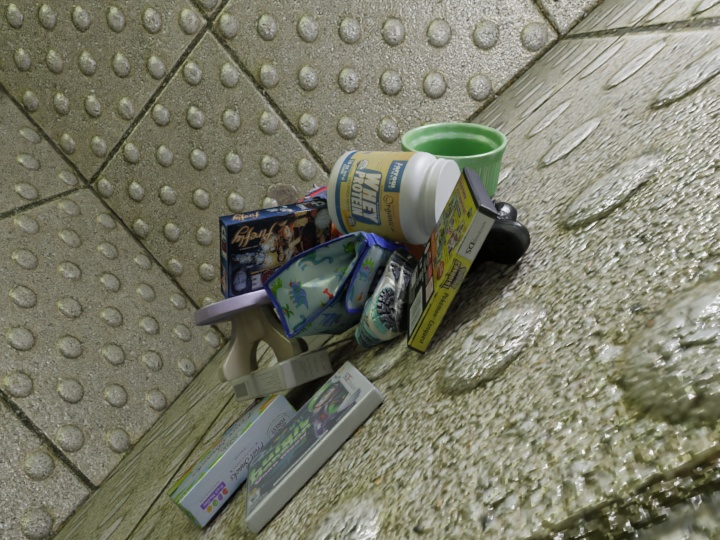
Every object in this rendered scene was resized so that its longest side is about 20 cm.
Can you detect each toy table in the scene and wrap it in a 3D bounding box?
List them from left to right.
[{"bbox_3d":[-0.176,0.106,0.915,0.196,0.121,0.182,-15,-8,-36],"label":"toy table"}]

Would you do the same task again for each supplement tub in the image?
[{"bbox_3d":[0.057,-0.122,0.896,0.194,0.148,0.145,8,37,30],"label":"supplement tub"}]

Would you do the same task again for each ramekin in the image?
[{"bbox_3d":[0.172,-0.199,1.013,0.192,0.101,0.202,-2,31,1],"label":"ramekin"}]

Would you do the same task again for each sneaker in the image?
[{"bbox_3d":[0.041,0.040,0.819,0.086,0.078,0.201,-41,7,36],"label":"sneaker"},{"bbox_3d":[0.172,-0.055,0.699,0.105,0.060,0.199,-50,6,-18],"label":"sneaker"}]

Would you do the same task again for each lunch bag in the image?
[{"bbox_3d":[-0.025,0.016,0.873,0.199,0.129,0.169,-39,-19,19],"label":"lunch bag"}]

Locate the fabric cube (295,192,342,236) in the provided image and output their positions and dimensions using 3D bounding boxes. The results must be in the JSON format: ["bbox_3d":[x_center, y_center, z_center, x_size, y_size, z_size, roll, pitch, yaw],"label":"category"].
[{"bbox_3d":[-0.113,-0.031,1.297,0.198,0.197,0.201,-39,-17,-7],"label":"fabric cube"}]

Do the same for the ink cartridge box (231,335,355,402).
[{"bbox_3d":[-0.106,0.170,0.933,0.173,0.046,0.198,-14,-8,-39],"label":"ink cartridge box"}]

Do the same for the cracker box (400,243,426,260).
[{"bbox_3d":[0.138,-0.084,1.051,0.133,0.058,0.201,-37,9,37],"label":"cracker box"}]

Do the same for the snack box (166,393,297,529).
[{"bbox_3d":[-0.193,0.279,0.815,0.200,0.053,0.141,-46,9,-29],"label":"snack box"}]

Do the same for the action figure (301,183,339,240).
[{"bbox_3d":[-0.089,-0.096,1.165,0.194,0.198,0.105,-17,-27,1],"label":"action figure"}]

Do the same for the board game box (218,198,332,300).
[{"bbox_3d":[-0.139,-0.037,0.906,0.195,0.139,0.034,-16,37,-33],"label":"board game box"}]

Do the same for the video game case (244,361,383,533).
[{"bbox_3d":[-0.065,0.204,0.672,0.200,0.023,0.182,-45,7,-8],"label":"video game case"}]

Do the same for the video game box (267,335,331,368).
[{"bbox_3d":[-0.113,0.142,1.190,0.199,0.047,0.182,-43,9,6],"label":"video game box"}]

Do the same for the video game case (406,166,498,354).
[{"bbox_3d":[0.107,-0.022,0.676,0.201,0.025,0.185,-76,9,-68],"label":"video game case"}]
